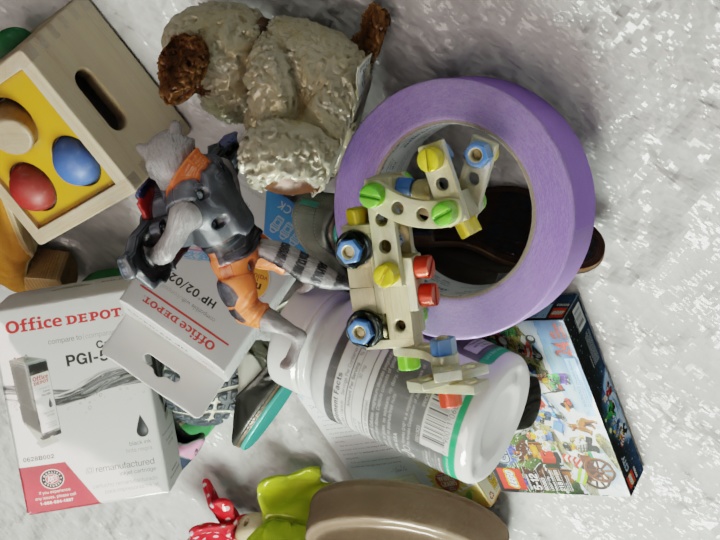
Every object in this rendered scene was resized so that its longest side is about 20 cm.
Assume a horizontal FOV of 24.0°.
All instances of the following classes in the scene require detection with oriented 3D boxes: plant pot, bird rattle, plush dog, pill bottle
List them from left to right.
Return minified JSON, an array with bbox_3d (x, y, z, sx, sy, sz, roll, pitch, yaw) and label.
[{"bbox_3d":[-0.079,-0.161,1.351,0.170,0.200,0.162,21,103,3],"label":"plush dog"},{"bbox_3d":[-0.089,0.291,1.783,0.162,0.113,0.199,35,143,-23],"label":"bird rattle"},{"bbox_3d":[0.030,0.086,1.395,0.199,0.113,0.114,23,136,24],"label":"pill bottle"},{"bbox_3d":[0.035,0.318,1.620,0.198,0.176,0.201,8,153,4],"label":"plant pot"}]

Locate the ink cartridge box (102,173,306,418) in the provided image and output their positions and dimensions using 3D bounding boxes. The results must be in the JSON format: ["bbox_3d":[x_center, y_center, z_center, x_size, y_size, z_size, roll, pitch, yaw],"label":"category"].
[{"bbox_3d":[-0.132,0.015,1.489,0.115,0.201,0.068,33,170,3],"label":"ink cartridge box"}]

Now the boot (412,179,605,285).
[{"bbox_3d":[0.112,-0.018,1.417,0.198,0.075,0.097,14,153,20],"label":"boot"}]

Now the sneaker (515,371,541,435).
[{"bbox_3d":[0.066,0.118,1.487,0.198,0.078,0.089,11,156,19],"label":"sneaker"}]

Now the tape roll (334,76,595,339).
[{"bbox_3d":[0.081,-0.050,1.328,0.198,0.066,0.203,3,98,22],"label":"tape roll"}]

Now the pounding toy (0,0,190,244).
[{"bbox_3d":[-0.300,-0.133,1.514,0.183,0.143,0.201,-23,112,43],"label":"pounding toy"}]

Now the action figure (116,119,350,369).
[{"bbox_3d":[-0.095,-0.045,1.332,0.104,0.201,0.194,-27,117,37],"label":"action figure"}]

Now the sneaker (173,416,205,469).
[{"bbox_3d":[-0.232,0.116,1.688,0.082,0.070,0.201,-33,101,12],"label":"sneaker"}]

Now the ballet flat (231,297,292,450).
[{"bbox_3d":[-0.069,0.075,1.568,0.068,0.068,0.200,43,105,9],"label":"ballet flat"}]

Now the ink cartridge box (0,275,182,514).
[{"bbox_3d":[-0.261,0.116,1.613,0.145,0.083,0.202,-10,98,4],"label":"ink cartridge box"}]

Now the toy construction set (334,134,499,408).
[{"bbox_3d":[0.048,0.003,1.272,0.130,0.092,0.203,-4,85,23],"label":"toy construction set"}]

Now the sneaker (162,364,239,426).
[{"bbox_3d":[-0.147,0.053,1.611,0.077,0.087,0.202,2,117,4],"label":"sneaker"}]

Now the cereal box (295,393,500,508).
[{"bbox_3d":[0.031,0.150,1.620,0.143,0.040,0.201,-13,118,41],"label":"cereal box"}]

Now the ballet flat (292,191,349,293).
[{"bbox_3d":[0.000,0.000,1.480,0.063,0.068,0.201,17,151,39],"label":"ballet flat"}]

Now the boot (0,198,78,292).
[{"bbox_3d":[-0.374,-0.043,1.672,0.142,0.071,0.202,5,145,16],"label":"boot"}]

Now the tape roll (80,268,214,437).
[{"bbox_3d":[-0.223,0.092,1.728,0.199,0.048,0.202,18,134,20],"label":"tape roll"}]

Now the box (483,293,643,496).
[{"bbox_3d":[0.158,0.113,1.506,0.135,0.038,0.201,-3,124,35],"label":"box"}]
